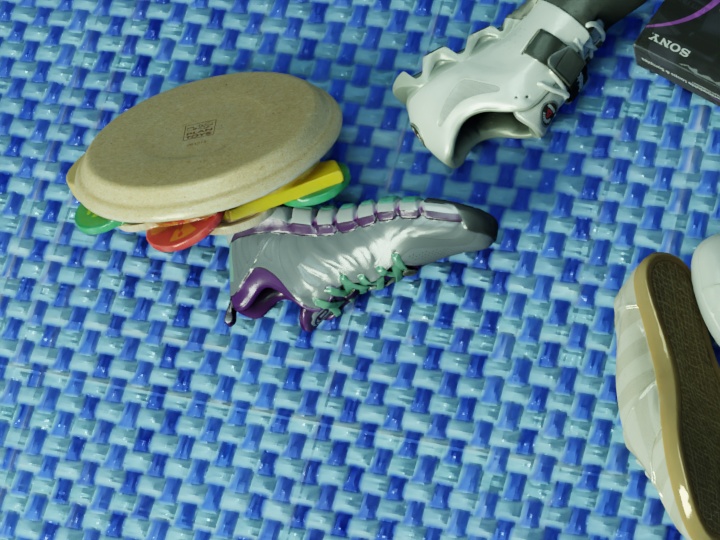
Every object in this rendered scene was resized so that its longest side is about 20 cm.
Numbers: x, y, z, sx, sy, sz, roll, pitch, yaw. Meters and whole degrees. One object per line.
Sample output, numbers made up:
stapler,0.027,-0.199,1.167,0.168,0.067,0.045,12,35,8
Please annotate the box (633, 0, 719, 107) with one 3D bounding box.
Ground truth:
box,0.300,-0.194,1.611,0.143,0.036,0.200,30,79,25

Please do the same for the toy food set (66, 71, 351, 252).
toy food set,-0.107,-0.077,1.628,0.200,0.049,0.198,-19,29,-6

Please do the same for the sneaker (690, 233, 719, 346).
sneaker,0.282,0.042,1.473,0.073,0.085,0.200,-24,63,-19

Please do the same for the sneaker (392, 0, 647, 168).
sneaker,0.127,-0.137,1.616,0.200,0.074,0.089,-32,61,11

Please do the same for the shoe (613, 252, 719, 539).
shoe,0.201,0.087,1.504,0.053,0.070,0.200,-34,53,42

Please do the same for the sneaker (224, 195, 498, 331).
sneaker,0.000,0.000,1.596,0.200,0.074,0.088,-2,76,27
